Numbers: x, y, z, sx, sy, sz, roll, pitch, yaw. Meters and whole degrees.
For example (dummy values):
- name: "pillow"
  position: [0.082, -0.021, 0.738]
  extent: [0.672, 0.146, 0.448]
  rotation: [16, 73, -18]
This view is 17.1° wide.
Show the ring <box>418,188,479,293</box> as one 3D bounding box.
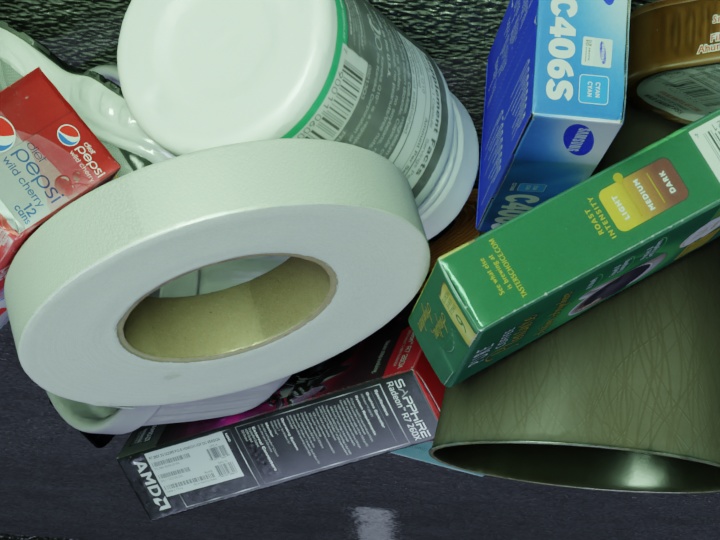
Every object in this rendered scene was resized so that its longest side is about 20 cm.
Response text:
- name: "ring"
  position: [0.000, 0.000, 1.426]
  extent: [0.200, 0.019, 0.200]
  rotation: [-22, -167, 5]

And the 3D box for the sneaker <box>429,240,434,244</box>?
- name: "sneaker"
  position: [0.080, 0.019, 1.639]
  extent: [0.081, 0.074, 0.200]
  rotation: [-5, 171, 5]

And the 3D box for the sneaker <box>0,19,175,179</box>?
- name: "sneaker"
  position: [-0.167, -0.074, 1.211]
  extent: [0.200, 0.079, 0.074]
  rotation: [31, 180, 37]

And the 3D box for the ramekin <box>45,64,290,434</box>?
- name: "ramekin"
  position: [-0.101, -0.010, 1.313]
  extent: [0.105, 0.201, 0.200]
  rotation: [2, 169, -30]

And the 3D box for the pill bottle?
- name: "pill bottle"
  position: [-0.023, -0.080, 1.161]
  extent: [0.113, 0.114, 0.200]
  rotation: [-2, 164, 25]

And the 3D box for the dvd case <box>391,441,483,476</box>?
- name: "dvd case"
  position: [-0.004, 0.049, 1.566]
  extent: [0.022, 0.200, 0.146]
  rotation: [-47, 145, 18]

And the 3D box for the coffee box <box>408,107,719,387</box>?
- name: "coffee box"
  position: [0.122, -0.019, 1.146]
  extent: [0.200, 0.044, 0.123]
  rotation: [-29, 170, -11]

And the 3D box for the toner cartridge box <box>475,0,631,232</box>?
- name: "toner cartridge box"
  position: [0.090, -0.086, 1.137]
  extent: [0.043, 0.095, 0.200]
  rotation: [4, 167, -3]

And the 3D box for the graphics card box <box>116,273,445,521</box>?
- name: "graphics card box"
  position: [-0.031, 0.070, 1.377]
  extent: [0.200, 0.126, 0.051]
  rotation: [-19, 112, 25]

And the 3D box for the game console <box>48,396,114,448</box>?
- name: "game console"
  position: [-0.121, 0.063, 1.752]
  extent: [0.172, 0.119, 0.200]
  rotation: [4, 166, 6]

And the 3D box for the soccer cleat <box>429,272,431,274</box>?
- name: "soccer cleat"
  position: [0.043, 0.029, 1.474]
  extent: [0.200, 0.085, 0.069]
  rotation: [-25, -168, -7]

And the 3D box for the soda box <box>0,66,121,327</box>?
- name: "soda box"
  position: [-0.188, -0.017, 1.161]
  extent: [0.070, 0.063, 0.200]
  rotation: [-38, 177, -33]

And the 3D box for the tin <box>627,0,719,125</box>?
- name: "tin"
  position: [0.216, -0.105, 1.145]
  extent: [0.200, 0.042, 0.112]
  rotation: [-7, 166, 40]

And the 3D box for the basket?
- name: "basket"
  position: [0.127, 0.008, 1.278]
  extent: [0.180, 0.201, 0.136]
  rotation: [9, 166, -23]

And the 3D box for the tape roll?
- name: "tape roll"
  position: [-0.067, 0.005, 1.125]
  extent: [0.202, 0.037, 0.203]
  rotation: [-14, 156, -6]
